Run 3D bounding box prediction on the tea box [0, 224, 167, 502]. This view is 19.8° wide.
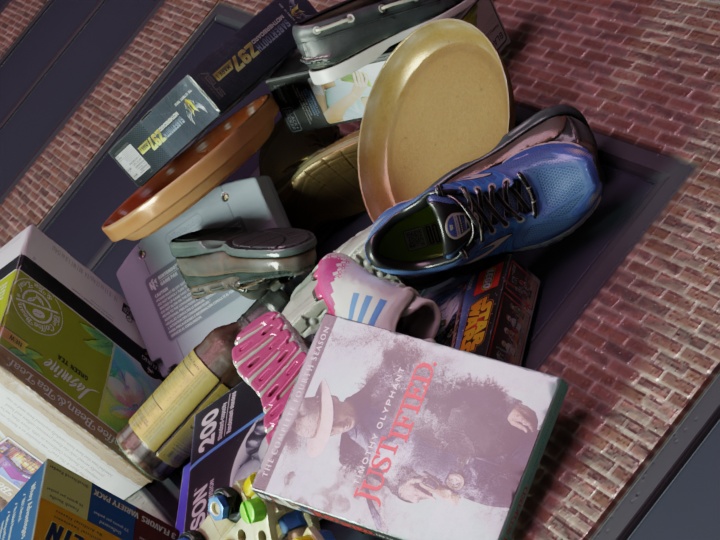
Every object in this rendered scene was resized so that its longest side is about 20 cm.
[{"bbox_3d":[-0.294,0.105,1.936,0.133,0.200,0.198,-34,31,29],"label":"tea box"}]

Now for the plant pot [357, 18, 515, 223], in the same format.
[{"bbox_3d":[0.069,-0.114,1.770,0.199,0.027,0.202,-13,73,50],"label":"plant pot"}]

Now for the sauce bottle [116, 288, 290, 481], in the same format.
[{"bbox_3d":[-0.131,0.098,1.848,0.200,0.065,0.065,-46,26,3],"label":"sauce bottle"}]

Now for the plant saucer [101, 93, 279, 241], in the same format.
[{"bbox_3d":[-0.153,-0.090,1.915,0.200,0.032,0.200,-36,10,8],"label":"plant saucer"}]

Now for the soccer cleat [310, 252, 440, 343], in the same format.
[{"bbox_3d":[0.020,0.038,1.599,0.086,0.070,0.200,-34,33,9],"label":"soccer cleat"}]

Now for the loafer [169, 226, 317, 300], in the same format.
[{"bbox_3d":[-0.097,-0.003,1.831,0.071,0.063,0.199,-19,14,-33],"label":"loafer"}]

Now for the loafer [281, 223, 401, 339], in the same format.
[{"bbox_3d":[0.000,0.000,1.757,0.200,0.070,0.070,-39,27,26],"label":"loafer"}]

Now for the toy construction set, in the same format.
[{"bbox_3d":[-0.081,0.231,1.556,0.200,0.092,0.132,-44,64,27],"label":"toy construction set"}]

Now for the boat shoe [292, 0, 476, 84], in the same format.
[{"bbox_3d":[0.031,-0.238,1.843,0.199,0.061,0.075,-33,20,-18],"label":"boat shoe"}]

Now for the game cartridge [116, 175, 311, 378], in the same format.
[{"bbox_3d":[-0.138,0.000,1.931,0.199,0.134,0.040,-31,-11,33],"label":"game cartridge"}]

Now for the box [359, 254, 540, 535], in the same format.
[{"bbox_3d":[0.060,0.094,1.572,0.136,0.040,0.201,-27,34,41],"label":"box"}]

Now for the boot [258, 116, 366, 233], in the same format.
[{"bbox_3d":[-0.032,-0.109,1.962,0.200,0.073,0.156,-36,27,32],"label":"boot"}]

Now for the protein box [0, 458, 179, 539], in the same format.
[{"bbox_3d":[-0.260,0.304,1.654,0.200,0.134,0.199,-47,24,28],"label":"protein box"}]

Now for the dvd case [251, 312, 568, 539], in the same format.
[{"bbox_3d":[0.033,0.120,1.469,0.199,0.022,0.147,15,73,31],"label":"dvd case"}]

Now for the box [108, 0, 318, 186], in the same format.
[{"bbox_3d":[-0.137,-0.171,1.935,0.158,0.051,0.200,-46,8,-34],"label":"box"}]

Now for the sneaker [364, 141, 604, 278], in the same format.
[{"bbox_3d":[0.093,-0.038,1.579,0.199,0.079,0.089,-23,3,16],"label":"sneaker"}]

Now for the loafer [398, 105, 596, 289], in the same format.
[{"bbox_3d":[0.104,-0.051,1.650,0.200,0.072,0.063,-41,33,13],"label":"loafer"}]

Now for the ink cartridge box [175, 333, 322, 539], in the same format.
[{"bbox_3d":[-0.101,0.173,1.721,0.200,0.043,0.199,-38,28,26],"label":"ink cartridge box"}]

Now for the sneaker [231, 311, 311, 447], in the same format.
[{"bbox_3d":[-0.032,0.108,1.593,0.074,0.087,0.200,-46,35,7],"label":"sneaker"}]

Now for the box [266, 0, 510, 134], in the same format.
[{"bbox_3d":[0.026,-0.194,1.914,0.199,0.060,0.117,-7,29,38],"label":"box"}]
